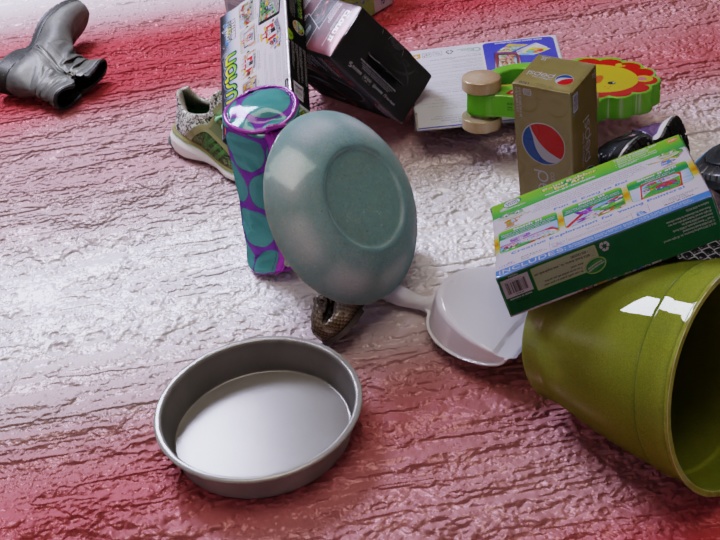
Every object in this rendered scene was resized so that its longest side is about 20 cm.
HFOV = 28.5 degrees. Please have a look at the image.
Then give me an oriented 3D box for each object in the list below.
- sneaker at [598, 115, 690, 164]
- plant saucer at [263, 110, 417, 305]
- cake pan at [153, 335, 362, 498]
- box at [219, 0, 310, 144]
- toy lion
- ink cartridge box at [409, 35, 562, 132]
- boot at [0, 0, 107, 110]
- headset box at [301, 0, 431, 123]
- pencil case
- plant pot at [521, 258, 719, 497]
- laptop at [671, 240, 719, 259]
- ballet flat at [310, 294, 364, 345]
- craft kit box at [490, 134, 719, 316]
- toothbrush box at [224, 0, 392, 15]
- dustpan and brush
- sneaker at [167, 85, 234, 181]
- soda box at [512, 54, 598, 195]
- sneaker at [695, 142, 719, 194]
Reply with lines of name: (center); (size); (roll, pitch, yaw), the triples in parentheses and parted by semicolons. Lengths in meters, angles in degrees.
sneaker: (0.292, -0.111, 1.555); (0.087, 0.077, 0.200); (-10, 11, 33)
plant saucer: (-0.006, -0.068, 1.424); (0.038, 0.202, 0.201); (-19, 20, 47)
cake pan: (-0.094, 0.139, 1.336); (0.197, 0.037, 0.201); (-5, 37, 4)
box: (-0.115, -0.245, 1.672); (0.109, 0.035, 0.202); (-28, 49, 29)
toy lion: (0.241, -0.209, 1.656); (0.198, 0.069, 0.191); (15, 33, 30)
ink cartridge box: (0.160, -0.219, 1.761); (0.195, 0.047, 0.201); (-5, 39, 2)
boot: (-0.398, -0.291, 1.953); (0.129, 0.068, 0.201); (16, 50, 22)
headset box: (-0.019, -0.264, 1.732); (0.199, 0.148, 0.075); (27, 82, 48)
pencil case: (-0.093, -0.093, 1.505); (0.084, 0.202, 0.093); (-16, 39, -10)
plant pot: (0.252, 0.072, 1.252); (0.200, 0.202, 0.192); (-35, 32, -31)
laptop: (0.360, -0.032, 1.412); (0.198, 0.117, 0.188); (-19, 38, -14)
ballet flat: (0.000, 0.000, 1.480); (0.067, 0.046, 0.200); (-26, 20, 46)
craft kit box: (0.217, -0.045, 1.291); (0.198, 0.049, 0.198); (-21, 21, 12)
toothbrush box: (-0.073, -0.392, 1.997); (0.145, 0.087, 0.199); (26, 47, 37)
dustpan and brush: (0.097, 0.036, 1.435); (0.198, 0.058, 0.140); (23, 45, 25)
sneaker: (-0.161, -0.170, 1.715); (0.198, 0.089, 0.077); (20, 44, 31)
soda box: (0.206, -0.119, 1.484); (0.067, 0.202, 0.064); (15, 42, 29)
sneaker: (0.413, -0.085, 1.494); (0.073, 0.082, 0.200); (-35, 20, 5)
